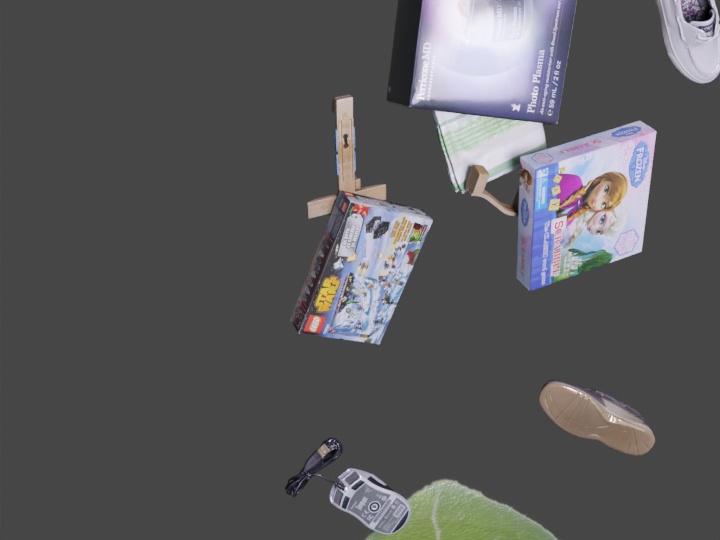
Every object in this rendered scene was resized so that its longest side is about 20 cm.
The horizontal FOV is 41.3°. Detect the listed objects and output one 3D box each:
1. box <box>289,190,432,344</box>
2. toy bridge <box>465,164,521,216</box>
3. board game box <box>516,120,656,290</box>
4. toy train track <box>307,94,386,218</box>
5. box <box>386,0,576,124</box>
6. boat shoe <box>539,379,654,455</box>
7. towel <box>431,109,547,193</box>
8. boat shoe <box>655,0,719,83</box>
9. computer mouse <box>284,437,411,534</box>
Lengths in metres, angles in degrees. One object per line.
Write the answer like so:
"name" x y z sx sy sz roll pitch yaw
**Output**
"box" 0.000 0.000 1.302 0.135 0.040 0.202 10 113 -32
"toy bridge" 0.233 -0.109 1.332 0.198 0.027 0.068 0 127 -28
"board game box" 0.314 -0.089 1.340 0.197 0.041 0.202 -19 128 -17
"toy train track" -0.024 -0.135 1.254 0.113 0.033 0.202 -14 124 -20
"box" 0.148 -0.292 1.175 0.195 0.123 0.203 4 102 -13
"boat shoe" 0.371 0.225 1.511 0.198 0.065 0.073 24 114 -4
"towel" 0.165 -0.222 1.287 0.148 0.031 0.202 -24 114 -8
"boat shoe" 0.454 -0.341 1.292 0.071 0.069 0.202 -26 117 -4
"computer mouse" -0.011 0.339 1.462 0.199 0.044 0.110 36 95 -20
